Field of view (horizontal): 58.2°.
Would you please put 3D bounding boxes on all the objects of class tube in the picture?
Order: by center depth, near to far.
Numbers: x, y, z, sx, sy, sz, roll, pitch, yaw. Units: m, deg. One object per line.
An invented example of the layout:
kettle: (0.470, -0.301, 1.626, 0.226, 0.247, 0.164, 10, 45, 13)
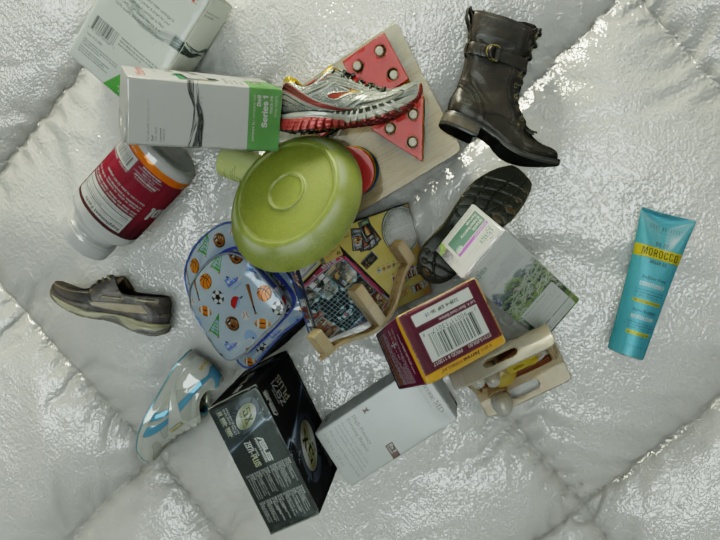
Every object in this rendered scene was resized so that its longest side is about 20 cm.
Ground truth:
tube: (0.401, 0.020, 0.905, 0.075, 0.050, 0.206, 14, 96, -1)
tube: (-0.117, -0.129, 0.947, 0.196, 0.058, 0.053, 23, 111, 9)

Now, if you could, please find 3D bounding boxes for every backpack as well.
backpack: (-0.167, 0.024, 0.946, 0.199, 0.154, 0.192, -41, 81, 16)

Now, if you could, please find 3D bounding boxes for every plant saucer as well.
plant saucer: (-0.093, -0.097, 0.851, 0.195, 0.031, 0.205, -10, 63, 19)

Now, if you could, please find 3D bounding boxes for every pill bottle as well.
pill bottle: (-0.350, -0.113, 0.965, 0.199, 0.113, 0.113, -41, 91, 14)

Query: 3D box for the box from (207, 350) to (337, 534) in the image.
box: (-0.121, 0.247, 0.962, 0.084, 0.164, 0.204, -25, 94, 12)

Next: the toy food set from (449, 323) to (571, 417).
toy food set: (0.213, 0.149, 0.889, 0.141, 0.200, 0.062, -27, 61, 12)

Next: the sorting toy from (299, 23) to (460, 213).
sorting toy: (0.012, -0.207, 0.913, 0.197, 0.070, 0.202, -29, 94, 12)

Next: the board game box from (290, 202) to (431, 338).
board game box: (0.000, 0.000, 0.908, 0.196, 0.034, 0.139, -20, 98, -29)

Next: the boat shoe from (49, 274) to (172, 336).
boat shoe: (-0.389, 0.043, 1.025, 0.195, 0.074, 0.075, 17, 92, -3)

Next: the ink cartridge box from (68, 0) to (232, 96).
ink cartridge box: (-0.300, -0.349, 0.932, 0.146, 0.083, 0.201, 39, 104, 1)

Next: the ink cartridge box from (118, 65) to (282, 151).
ink cartridge box: (-0.218, -0.217, 0.864, 0.195, 0.146, 0.087, -1, 111, -24)

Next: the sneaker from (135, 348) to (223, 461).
sneaker: (-0.292, 0.230, 1.033, 0.080, 0.077, 0.203, 31, 105, 0)

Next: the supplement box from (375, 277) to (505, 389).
supplement box: (0.094, 0.088, 0.833, 0.108, 0.200, 0.087, -24, 82, -11)

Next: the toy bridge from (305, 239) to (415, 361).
toy bridge: (0.009, 0.049, 0.875, 0.200, 0.027, 0.068, -47, 112, -24)

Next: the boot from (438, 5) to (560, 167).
boot: (0.209, -0.247, 0.877, 0.196, 0.069, 0.178, 21, 90, -11)

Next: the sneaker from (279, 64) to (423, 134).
sneaker: (-0.016, -0.228, 0.839, 0.194, 0.078, 0.085, -4, 98, 10)

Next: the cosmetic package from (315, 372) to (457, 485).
cosmetic package: (0.041, 0.224, 0.980, 0.198, 0.074, 0.103, -36, 92, 14)

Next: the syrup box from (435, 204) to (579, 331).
syrup box: (0.198, 0.006, 0.861, 0.198, 0.082, 0.079, 34, 101, -35)

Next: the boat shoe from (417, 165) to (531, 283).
boat shoe: (0.155, -0.064, 0.914, 0.200, 0.074, 0.076, -43, 83, 2)
